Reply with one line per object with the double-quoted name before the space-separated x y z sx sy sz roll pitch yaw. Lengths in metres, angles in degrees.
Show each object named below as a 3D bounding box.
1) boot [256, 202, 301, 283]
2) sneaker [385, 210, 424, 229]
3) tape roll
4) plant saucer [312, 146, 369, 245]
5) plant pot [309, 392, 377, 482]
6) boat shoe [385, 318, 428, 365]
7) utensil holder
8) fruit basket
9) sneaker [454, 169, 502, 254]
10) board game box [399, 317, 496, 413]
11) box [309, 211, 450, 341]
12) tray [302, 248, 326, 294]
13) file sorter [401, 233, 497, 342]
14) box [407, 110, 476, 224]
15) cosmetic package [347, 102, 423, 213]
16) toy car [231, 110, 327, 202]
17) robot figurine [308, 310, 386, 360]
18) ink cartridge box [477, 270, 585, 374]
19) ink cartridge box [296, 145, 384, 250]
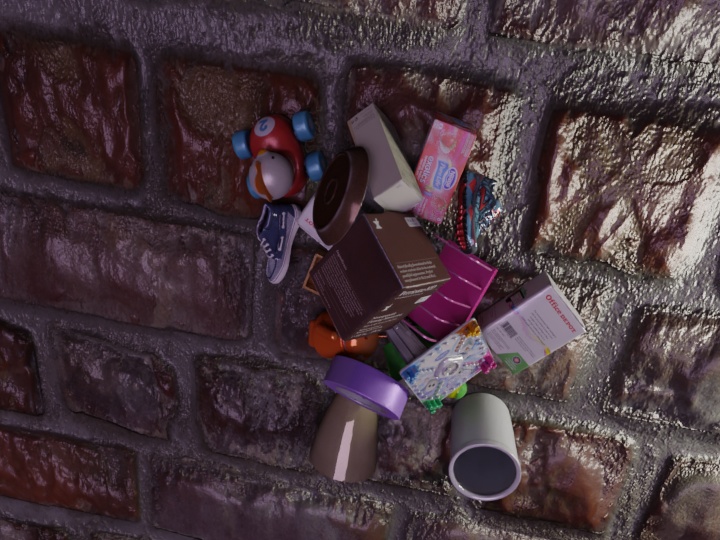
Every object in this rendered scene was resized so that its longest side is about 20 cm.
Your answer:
"boot" -0.209 -0.064 1.304 0.089 0.073 0.204 2 115 -39
"sneaker" 0.093 -0.066 1.256 0.089 0.070 0.202 37 155 24
"tape roll" 0.014 0.274 1.302 0.197 0.200 0.067 28 72 -3
"plant saucer" -0.047 -0.151 1.096 0.034 0.202 0.203 16 119 -25
"plant pot" -0.026 0.407 1.458 0.182 0.188 0.205 13 104 3
"boat shoe" 0.098 0.143 1.278 0.065 0.201 0.073 -30 130 -5
"utensil holder" 0.303 0.428 1.384 0.165 0.201 0.174 4 116 8
"fruit basket" 0.179 0.227 1.342 0.210 0.155 0.222 1 92 25
"sneaker" 0.250 -0.123 1.155 0.093 0.204 0.080 9 151 1
"board game box" 0.202 0.219 1.240 0.198 0.026 0.201 -36 136 -1
"box" 0.035 0.010 1.112 0.200 0.164 0.167 -43 67 37
"tray" -0.034 0.035 1.357 0.196 0.037 0.100 26 116 -1
"file sorter" 0.174 0.041 1.214 0.138 0.124 0.203 35 99 33
"box" 0.164 -0.216 1.175 0.093 0.100 0.204 20 115 0
"cosmetic package" 0.049 -0.223 1.129 0.072 0.204 0.103 -28 150 21
"toy car" -0.187 -0.225 1.176 0.180 0.201 0.181 -12 112 14
"robot figurine" -0.038 0.157 1.348 0.196 0.118 0.145 -1 135 36
"ink cartridge box" 0.393 0.122 1.295 0.199 0.084 0.145 -38 103 23
"ink cartridge box" -0.029 -0.149 1.245 0.145 0.085 0.201 39 115 -5
